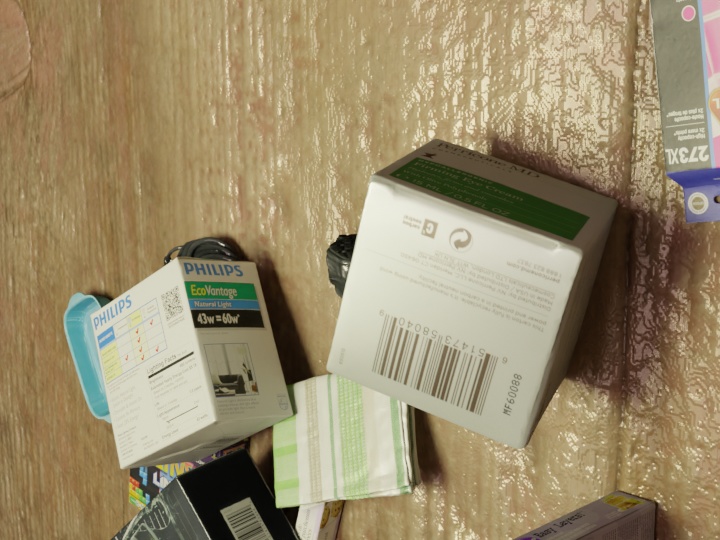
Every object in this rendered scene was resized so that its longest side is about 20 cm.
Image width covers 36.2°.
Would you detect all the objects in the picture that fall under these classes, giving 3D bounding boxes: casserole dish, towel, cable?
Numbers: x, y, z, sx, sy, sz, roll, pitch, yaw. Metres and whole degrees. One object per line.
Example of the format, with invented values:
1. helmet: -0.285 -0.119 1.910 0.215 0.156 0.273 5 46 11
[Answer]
1. casserole dish: -0.382 0.127 1.643 0.121 0.039 0.201 -28 78 44
2. towel: -0.020 0.190 1.265 0.199 0.031 0.150 -16 68 36
3. cable: -0.192 0.057 1.442 0.163 0.051 0.201 -5 92 40

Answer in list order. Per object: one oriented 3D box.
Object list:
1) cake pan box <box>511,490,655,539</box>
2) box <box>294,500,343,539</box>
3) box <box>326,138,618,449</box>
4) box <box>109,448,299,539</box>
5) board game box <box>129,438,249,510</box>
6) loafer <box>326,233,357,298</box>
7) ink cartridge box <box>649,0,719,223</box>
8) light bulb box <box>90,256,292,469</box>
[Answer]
1. cake pan box: 0.201 0.322 1.006 0.052 0.184 0.201 9 105 47
2. box: -0.046 0.280 1.342 0.039 0.041 0.201 29 117 37
3. box: 0.105 0.014 1.009 0.198 0.171 0.201 21 114 16
4. box: -0.184 0.364 1.372 0.197 0.124 0.200 -45 70 39
5. board game box: -0.241 0.279 1.522 0.200 0.057 0.166 19 112 41
6. loafer: 0.000 0.000 1.157 0.068 0.201 0.071 -4 95 0
7. ink cartridge box: 0.299 -0.140 0.922 0.094 0.037 0.201 -2 99 45
8. light bulb box: -0.209 0.113 1.334 0.198 0.125 0.201 -29 69 38
